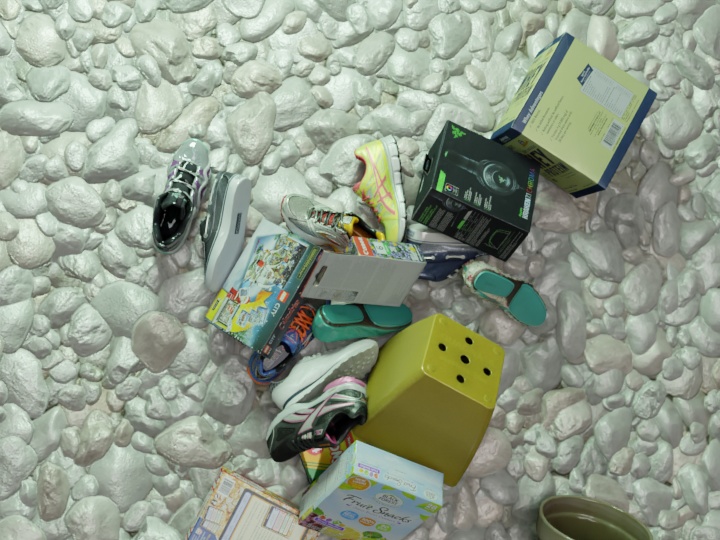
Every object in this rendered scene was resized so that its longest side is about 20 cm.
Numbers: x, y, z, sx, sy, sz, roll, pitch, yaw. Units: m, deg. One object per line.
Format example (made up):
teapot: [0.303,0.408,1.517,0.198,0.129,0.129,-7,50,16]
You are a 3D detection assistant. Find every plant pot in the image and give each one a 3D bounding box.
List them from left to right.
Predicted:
plant pot: [0.129,0.193,1.609,0.198,0.177,0.201,28,44,-7]
plant pot: [0.386,0.511,1.689,0.197,0.200,0.176,9,102,-9]

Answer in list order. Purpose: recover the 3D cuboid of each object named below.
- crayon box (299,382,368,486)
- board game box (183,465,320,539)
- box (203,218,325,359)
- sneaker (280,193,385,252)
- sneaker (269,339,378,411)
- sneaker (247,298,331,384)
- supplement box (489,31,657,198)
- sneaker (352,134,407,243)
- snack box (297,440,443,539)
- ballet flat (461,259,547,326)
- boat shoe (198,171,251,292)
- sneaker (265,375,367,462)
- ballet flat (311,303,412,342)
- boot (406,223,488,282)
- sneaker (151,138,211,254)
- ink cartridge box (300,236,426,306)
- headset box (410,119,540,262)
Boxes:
crayon box: [-0.016,0.272,1.690,0.198,0.051,0.128,-21,91,-10]
board game box: [-0.181,0.446,1.657,0.198,0.046,0.153,30,83,-7]
box: [-0.157,0.029,1.646,0.136,0.038,0.201,27,83,30]
sneaker: [-0.043,-0.080,1.676,0.198,0.082,0.079,26,58,-9]
sneaker: [-0.061,0.167,1.655,0.199,0.081,0.077,-31,138,-14]
sneaker: [-0.114,0.112,1.666,0.075,0.078,0.201,35,83,-7]
supplement box: [0.372,-0.270,1.733,0.198,0.134,0.201,31,83,-7]
sneaker: [0.033,-0.129,1.709,0.089,0.078,0.203,-8,83,-1]
snack box: [0.015,0.375,1.606,0.167,0.200,0.068,23,43,-17]
ballet flat: [0.253,0.032,1.729,0.199,0.064,0.076,33,98,-33]
boat shoe: [-0.240,-0.067,1.662,0.067,0.072,0.203,16,100,25]
sneaker: [-0.070,0.253,1.580,0.199,0.087,0.080,-40,126,18]
ballet flat: [-0.003,0.089,1.686,0.198,0.071,0.068,0,53,-37]
boot: [0.170,-0.028,1.733,0.197,0.073,0.092,4,109,-13]
sneaker: [-0.293,-0.126,1.614,0.077,0.140,0.203,13,86,-8]
ink cartridge box: [0.000,0.000,1.639,0.198,0.051,0.110,7,131,-30]
headset box: [0.193,-0.140,1.682,0.198,0.093,0.175,24,50,-7]
